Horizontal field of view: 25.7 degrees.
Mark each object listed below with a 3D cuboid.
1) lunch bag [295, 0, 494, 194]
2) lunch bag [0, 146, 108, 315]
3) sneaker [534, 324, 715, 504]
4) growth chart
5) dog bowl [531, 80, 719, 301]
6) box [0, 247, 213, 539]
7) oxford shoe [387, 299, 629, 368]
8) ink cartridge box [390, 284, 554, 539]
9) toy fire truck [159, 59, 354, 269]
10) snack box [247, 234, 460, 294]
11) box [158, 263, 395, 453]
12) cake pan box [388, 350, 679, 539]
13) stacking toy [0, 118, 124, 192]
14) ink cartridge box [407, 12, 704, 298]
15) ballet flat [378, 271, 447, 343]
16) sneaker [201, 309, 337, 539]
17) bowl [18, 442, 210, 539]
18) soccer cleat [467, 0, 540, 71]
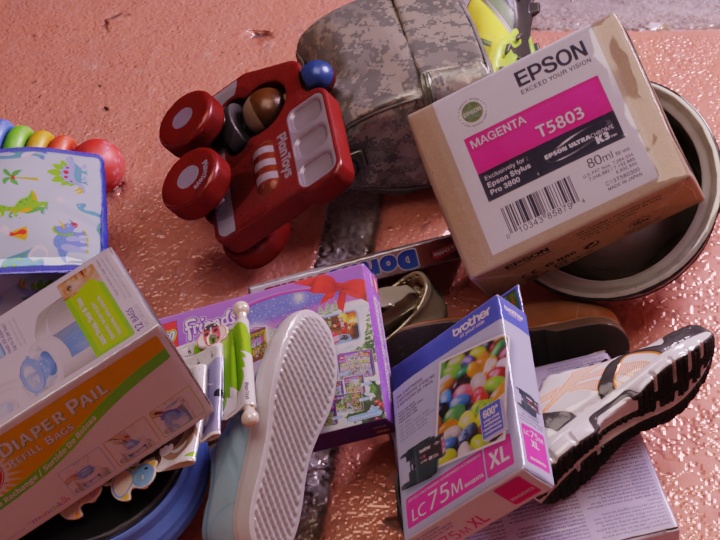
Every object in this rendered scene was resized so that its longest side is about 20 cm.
[{"bbox_3d":[0.032,-0.172,1.502,0.168,0.139,0.200,-12,44,-2],"label":"lunch bag"},{"bbox_3d":[-0.321,-0.020,1.420,0.200,0.127,0.170,-17,45,6],"label":"lunch bag"},{"bbox_3d":[0.186,0.092,1.205,0.200,0.074,0.080,-30,48,-21],"label":"sneaker"},{"bbox_3d":[-0.165,0.110,1.191,0.200,0.018,0.145,-22,43,4],"label":"growth chart"},{"bbox_3d":[0.218,-0.062,1.366,0.200,0.074,0.200,-6,73,19],"label":"dog bowl"},{"bbox_3d":[-0.228,0.096,1.146,0.200,0.101,0.113,-33,43,-7],"label":"box"},{"bbox_3d":[0.120,0.059,1.328,0.200,0.071,0.071,-2,28,-1],"label":"oxford shoe"},{"bbox_3d":[0.079,0.104,1.191,0.119,0.042,0.200,-37,35,29],"label":"ink cartridge box"},{"bbox_3d":[-0.084,-0.111,1.435,0.168,0.112,0.200,-31,43,20],"label":"toy fire truck"},{"bbox_3d":[0.000,0.000,1.393,0.200,0.072,0.024,-15,91,-5],"label":"snack box"},{"bbox_3d":[-0.075,0.086,1.282,0.200,0.039,0.137,-15,64,14],"label":"box"},{"bbox_3d":[0.126,0.163,1.229,0.200,0.052,0.184,-13,44,-4],"label":"cake pan box"},{"bbox_3d":[-0.328,-0.112,1.548,0.200,0.085,0.085,6,47,6],"label":"stacking toy"},{"bbox_3d":[0.160,-0.094,1.317,0.200,0.075,0.165,-26,68,13],"label":"ink cartridge box"},{"bbox_3d":[-0.016,0.061,1.337,0.200,0.069,0.069,-29,49,-18],"label":"ballet flat"},{"bbox_3d":[-0.080,0.122,1.207,0.082,0.074,0.200,-7,56,38],"label":"sneaker"},{"bbox_3d":[-0.217,0.152,1.218,0.201,0.039,0.201,-5,45,5],"label":"bowl"},{"bbox_3d":[0.136,-0.228,1.609,0.084,0.065,0.200,-21,43,31],"label":"soccer cleat"}]
